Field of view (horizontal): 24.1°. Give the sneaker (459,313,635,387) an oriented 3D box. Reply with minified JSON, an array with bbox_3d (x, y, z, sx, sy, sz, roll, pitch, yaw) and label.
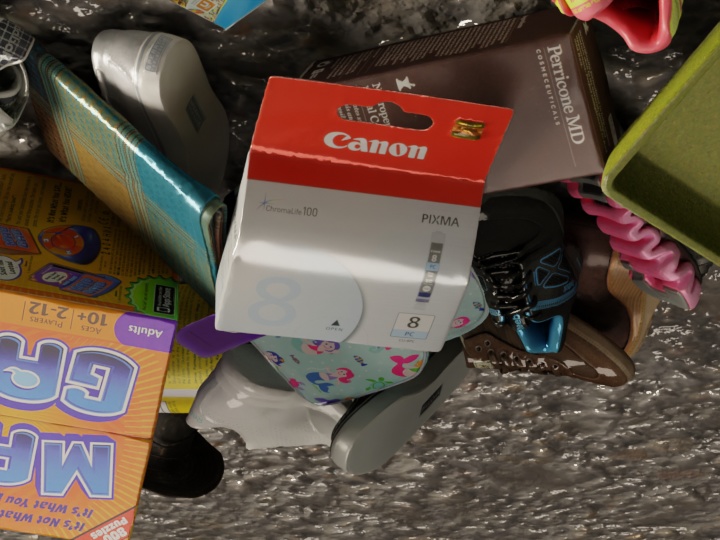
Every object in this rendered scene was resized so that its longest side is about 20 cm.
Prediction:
[{"bbox_3d":[0.124,0.058,1.369,0.200,0.076,0.070,29,172,22],"label":"sneaker"}]

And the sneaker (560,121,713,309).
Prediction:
[{"bbox_3d":[0.213,-0.065,1.239,0.200,0.095,0.079,51,168,-33],"label":"sneaker"}]

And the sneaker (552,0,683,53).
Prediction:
[{"bbox_3d":[0.126,-0.194,0.977,0.200,0.090,0.078,25,146,-33],"label":"sneaker"}]

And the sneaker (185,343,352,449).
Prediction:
[{"bbox_3d":[-0.056,0.120,1.396,0.200,0.075,0.089,21,121,-38],"label":"sneaker"}]

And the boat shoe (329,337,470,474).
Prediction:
[{"bbox_3d":[0.022,0.100,1.373,0.064,0.200,0.071,28,123,20],"label":"boat shoe"}]

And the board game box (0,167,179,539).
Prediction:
[{"bbox_3d":[-0.251,0.058,1.277,0.199,0.200,0.200,11,116,-10],"label":"board game box"}]

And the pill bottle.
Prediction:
[{"bbox_3d":[-0.160,0.067,1.461,0.200,0.113,0.113,0,152,5],"label":"pill bottle"}]

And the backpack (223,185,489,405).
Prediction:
[{"bbox_3d":[0.000,0.000,1.289,0.200,0.151,0.178,-21,130,24],"label":"backpack"}]

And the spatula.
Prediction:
[{"bbox_3d":[-0.043,0.004,1.186,0.200,0.021,0.057,-36,147,10],"label":"spatula"}]

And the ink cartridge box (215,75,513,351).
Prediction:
[{"bbox_3d":[0.000,-0.030,1.092,0.160,0.047,0.200,7,138,-11],"label":"ink cartridge box"}]

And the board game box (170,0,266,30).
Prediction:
[{"bbox_3d":[-0.110,-0.232,0.957,0.200,0.064,0.147,23,146,-34],"label":"board game box"}]

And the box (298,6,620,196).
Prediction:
[{"bbox_3d":[0.063,-0.104,1.126,0.200,0.075,0.100,-11,112,20],"label":"box"}]

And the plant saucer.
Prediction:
[{"bbox_3d":[0.270,-0.102,1.107,0.200,0.048,0.200,27,110,-38],"label":"plant saucer"}]

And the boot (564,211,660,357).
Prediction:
[{"bbox_3d":[0.165,0.001,1.385,0.166,0.072,0.200,17,155,2],"label":"boot"}]

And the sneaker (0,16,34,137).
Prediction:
[{"bbox_3d":[-0.275,-0.111,1.173,0.080,0.077,0.200,14,151,-8],"label":"sneaker"}]

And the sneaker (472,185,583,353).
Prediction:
[{"bbox_3d":[0.117,-0.003,1.214,0.073,0.082,0.200,-4,157,26],"label":"sneaker"}]

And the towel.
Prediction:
[{"bbox_3d":[-0.163,-0.069,1.180,0.200,0.022,0.147,42,159,19],"label":"towel"}]

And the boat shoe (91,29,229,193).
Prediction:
[{"bbox_3d":[-0.145,-0.104,1.199,0.068,0.072,0.200,19,162,16],"label":"boat shoe"}]

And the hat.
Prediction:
[{"bbox_3d":[-0.215,0.135,1.607,0.200,0.201,0.081,14,110,-19],"label":"hat"}]
